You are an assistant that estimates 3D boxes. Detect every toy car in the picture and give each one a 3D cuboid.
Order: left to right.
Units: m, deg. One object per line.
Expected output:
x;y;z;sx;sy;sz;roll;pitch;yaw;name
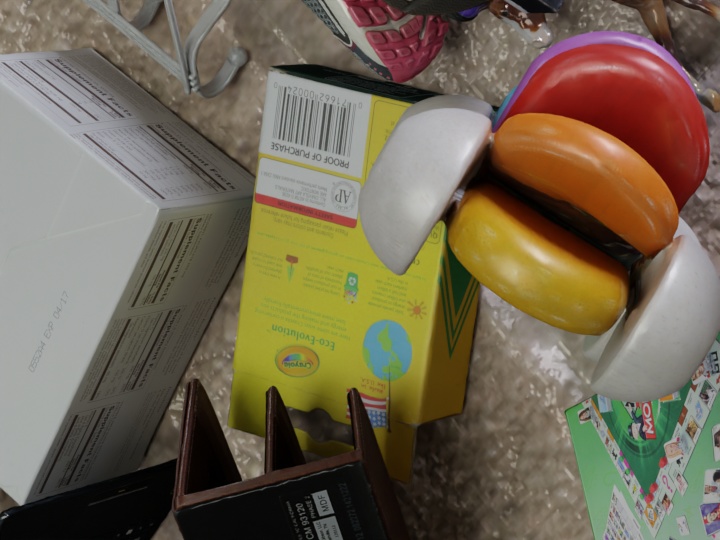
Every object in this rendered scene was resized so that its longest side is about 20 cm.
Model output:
0.101;-0.042;1.187;0.174;0.200;0.151;30;99;-1;toy car

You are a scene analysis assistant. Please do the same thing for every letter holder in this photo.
-0.020;0.156;1.325;0.100;0.142;0.201;-15;117;6;letter holder

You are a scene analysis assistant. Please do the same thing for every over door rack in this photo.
-0.137;-0.189;1.340;0.147;0.200;0.067;38;80;25;over door rack

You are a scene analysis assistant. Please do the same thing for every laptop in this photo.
-0.158;0.218;1.401;0.103;0.177;0.201;45;118;19;laptop

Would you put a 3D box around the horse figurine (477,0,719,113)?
0.155;-0.173;1.217;0.132;0.050;0.201;40;121;19;horse figurine

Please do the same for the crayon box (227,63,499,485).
0.000;0.000;1.342;0.126;0.051;0.202;16;104;31;crayon box

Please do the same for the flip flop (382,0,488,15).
0.065;-0.207;1.224;0.057;0.081;0.201;7;62;58;flip flop

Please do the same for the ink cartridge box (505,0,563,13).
0.091;-0.231;1.176;0.201;0.099;0.039;-65;24;-7;ink cartridge box

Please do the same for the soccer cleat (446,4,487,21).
0.056;-0.228;1.269;0.073;0.068;0.202;-5;92;27;soccer cleat

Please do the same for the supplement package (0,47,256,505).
-0.172;0.000;1.422;0.155;0.111;0.201;38;115;23;supplement package

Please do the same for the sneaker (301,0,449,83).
-0.025;-0.175;1.327;0.200;0.080;0.075;54;138;23;sneaker

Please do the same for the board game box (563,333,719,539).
0.176;0.127;1.198;0.134;0.029;0.201;-31;52;29;board game box
